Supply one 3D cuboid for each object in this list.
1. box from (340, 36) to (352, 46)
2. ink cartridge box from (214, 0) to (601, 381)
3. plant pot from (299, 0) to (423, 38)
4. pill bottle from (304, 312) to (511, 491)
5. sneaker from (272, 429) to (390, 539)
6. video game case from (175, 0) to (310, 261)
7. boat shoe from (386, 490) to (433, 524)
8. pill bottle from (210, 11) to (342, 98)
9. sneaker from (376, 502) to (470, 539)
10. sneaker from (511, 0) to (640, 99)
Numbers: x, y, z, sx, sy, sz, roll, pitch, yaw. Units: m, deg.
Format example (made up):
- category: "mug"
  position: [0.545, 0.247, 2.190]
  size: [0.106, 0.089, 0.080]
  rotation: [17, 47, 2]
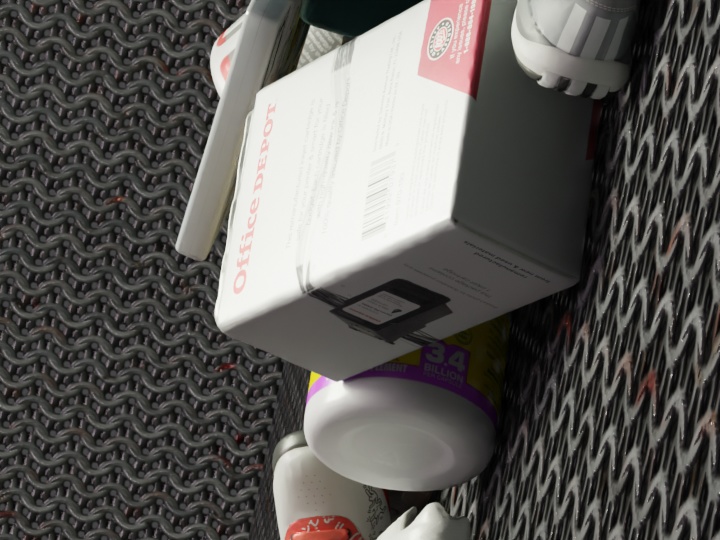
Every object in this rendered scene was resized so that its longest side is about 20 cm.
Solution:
- category: "box"
  position: [0.041, -0.113, 1.716]
  size: [0.200, 0.112, 0.101]
  rotation: [104, 175, -48]
- category: "ink cartridge box"
  position: [0.023, -0.044, 1.409]
  size: [0.200, 0.083, 0.145]
  rotation: [-24, 49, 49]
- category: "plant pot"
  position: [0.067, -0.234, 1.554]
  size: [0.141, 0.141, 0.200]
  rotation: [108, 178, -59]
- category: "pill bottle"
  position: [0.032, 0.013, 1.545]
  size: [0.104, 0.104, 0.200]
  rotation: [108, 171, -58]
- category: "sneaker"
  position: [-0.014, 0.199, 1.708]
  size: [0.108, 0.067, 0.202]
  rotation: [-86, -11, -49]
- category: "video game case"
  position: [-0.052, -0.131, 1.635]
  size: [0.200, 0.022, 0.182]
  rotation: [110, -178, -46]
- category: "boat shoe"
  position: [0.014, 0.131, 1.796]
  size: [0.200, 0.074, 0.073]
  rotation: [126, 167, -58]
- category: "pill bottle"
  position: [-0.001, -0.175, 1.966]
  size: [0.200, 0.114, 0.114]
  rotation: [-39, 26, 30]
- category: "sneaker"
  position: [0.027, 0.177, 1.537]
  size: [0.200, 0.074, 0.087]
  rotation: [143, 151, -74]
- category: "sneaker"
  position: [0.112, -0.182, 1.319]
  size: [0.200, 0.075, 0.116]
  rotation: [-98, 22, -45]
